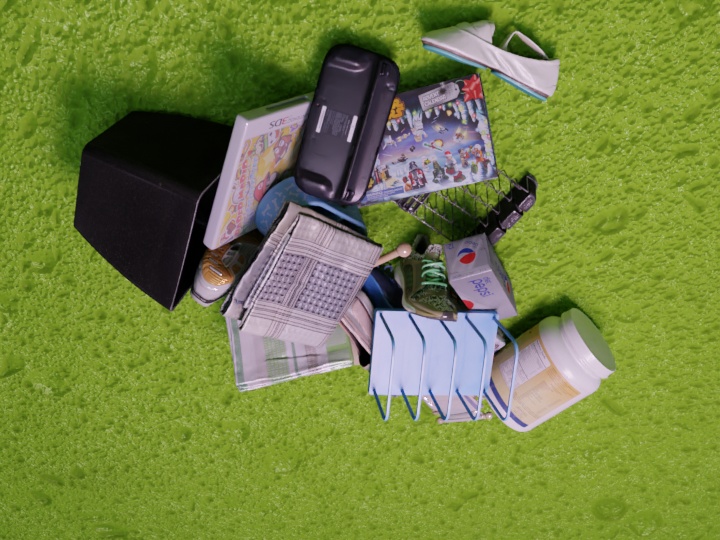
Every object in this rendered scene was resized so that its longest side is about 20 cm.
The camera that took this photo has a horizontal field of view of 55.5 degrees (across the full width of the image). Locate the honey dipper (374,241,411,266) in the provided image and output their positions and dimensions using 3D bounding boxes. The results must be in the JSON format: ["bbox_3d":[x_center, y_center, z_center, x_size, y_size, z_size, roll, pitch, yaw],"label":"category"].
[{"bbox_3d":[0.000,0.000,1.059,0.198,0.038,0.038,-23,126,36],"label":"honey dipper"}]

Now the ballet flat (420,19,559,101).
[{"bbox_3d":[0.172,-0.284,0.882,0.197,0.070,0.070,17,127,-18],"label":"ballet flat"}]

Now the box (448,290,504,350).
[{"bbox_3d":[0.135,0.138,1.208,0.136,0.040,0.200,35,121,-23],"label":"box"}]

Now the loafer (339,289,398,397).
[{"bbox_3d":[0.011,0.127,1.102,0.071,0.063,0.202,0,121,55],"label":"loafer"}]

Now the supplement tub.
[{"bbox_3d":[0.319,0.170,1.174,0.144,0.145,0.199,37,120,-25],"label":"supplement tub"}]

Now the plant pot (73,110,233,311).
[{"bbox_3d":[-0.278,-0.104,0.946,0.175,0.201,0.201,24,126,-1],"label":"plant pot"}]

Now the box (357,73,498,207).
[{"bbox_3d":[0.078,-0.174,0.929,0.197,0.040,0.139,-11,97,15],"label":"box"}]

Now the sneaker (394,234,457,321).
[{"bbox_3d":[0.100,0.006,1.027,0.076,0.201,0.090,6,115,-17],"label":"sneaker"}]

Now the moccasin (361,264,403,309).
[{"bbox_3d":[0.041,0.048,1.123,0.201,0.068,0.080,50,132,-4],"label":"moccasin"}]

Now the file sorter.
[{"bbox_3d":[0.121,0.144,1.026,0.196,0.123,0.141,2,106,-9],"label":"file sorter"}]

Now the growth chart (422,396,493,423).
[{"bbox_3d":[0.143,0.200,1.173,0.143,0.018,0.201,-12,126,41],"label":"growth chart"}]

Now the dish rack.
[{"bbox_3d":[0.150,-0.114,1.014,0.198,0.055,0.154,31,121,-19],"label":"dish rack"}]

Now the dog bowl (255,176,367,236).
[{"bbox_3d":[-0.064,-0.062,1.000,0.112,0.050,0.199,-47,144,14],"label":"dog bowl"}]

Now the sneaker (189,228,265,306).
[{"bbox_3d":[-0.188,-0.023,1.005,0.075,0.200,0.088,40,127,-1],"label":"sneaker"}]

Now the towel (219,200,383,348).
[{"bbox_3d":[-0.077,0.016,0.967,0.198,0.035,0.194,22,108,-42],"label":"towel"}]

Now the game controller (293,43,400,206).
[{"bbox_3d":[-0.019,-0.190,0.903,0.103,0.042,0.203,18,103,2],"label":"game controller"}]

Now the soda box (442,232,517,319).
[{"bbox_3d":[0.188,0.018,1.057,0.067,0.064,0.200,-15,153,17],"label":"soda box"}]

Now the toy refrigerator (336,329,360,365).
[{"bbox_3d":[-0.071,0.113,1.185,0.196,0.070,0.077,-1,121,1],"label":"toy refrigerator"}]

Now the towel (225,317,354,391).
[{"bbox_3d":[-0.119,0.104,1.120,0.197,0.152,0.031,-12,167,-2],"label":"towel"}]

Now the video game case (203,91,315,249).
[{"bbox_3d":[-0.125,-0.138,0.929,0.023,0.182,0.202,36,127,15],"label":"video game case"}]
